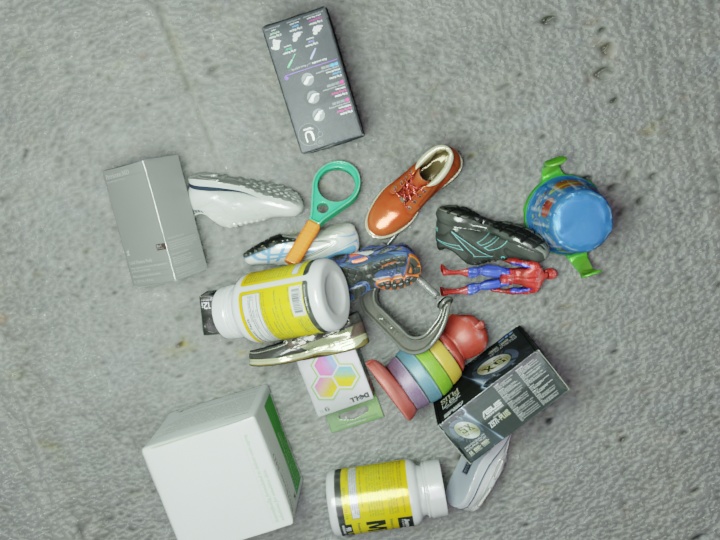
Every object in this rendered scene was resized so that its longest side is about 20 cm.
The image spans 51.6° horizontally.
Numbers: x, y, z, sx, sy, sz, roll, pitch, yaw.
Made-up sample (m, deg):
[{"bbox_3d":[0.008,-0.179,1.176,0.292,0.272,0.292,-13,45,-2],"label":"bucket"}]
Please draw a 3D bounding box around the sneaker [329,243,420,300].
[{"bbox_3d":[0.000,0.000,1.214,0.199,0.079,0.076,-7,118,8],"label":"sneaker"}]

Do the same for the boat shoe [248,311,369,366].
[{"bbox_3d":[-0.088,0.111,1.216,0.200,0.072,0.066,-12,88,5],"label":"boat shoe"}]

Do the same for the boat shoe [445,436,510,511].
[{"bbox_3d":[0.221,0.328,1.307,0.065,0.074,0.201,28,95,-33],"label":"boat shoe"}]

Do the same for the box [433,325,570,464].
[{"bbox_3d":[0.223,0.200,1.230,0.200,0.164,0.086,-39,97,8],"label":"box"}]

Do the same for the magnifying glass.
[{"bbox_3d":[-0.065,-0.094,1.218,0.079,0.022,0.201,26,73,10],"label":"magnifying glass"}]

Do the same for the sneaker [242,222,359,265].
[{"bbox_3d":[-0.099,-0.030,1.252,0.199,0.072,0.073,-9,106,6],"label":"sneaker"}]

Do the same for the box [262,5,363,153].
[{"bbox_3d":[-0.070,-0.294,1.179,0.106,0.122,0.201,-17,98,4],"label":"box"}]

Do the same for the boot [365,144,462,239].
[{"bbox_3d":[0.079,-0.130,1.206,0.200,0.107,0.075,-44,85,9],"label":"boot"}]

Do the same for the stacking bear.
[{"bbox_3d":[0.126,0.148,1.255,0.200,0.122,0.114,-37,66,-5],"label":"stacking bear"}]

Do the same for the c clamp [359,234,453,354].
[{"bbox_3d":[0.079,0.031,1.227,0.171,0.027,0.200,-46,60,11],"label":"c clamp"}]

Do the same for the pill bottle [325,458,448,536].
[{"bbox_3d":[0.046,0.389,1.291,0.199,0.114,0.115,-10,99,4],"label":"pill bottle"}]

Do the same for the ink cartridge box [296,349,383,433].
[{"bbox_3d":[-0.040,0.187,1.288,0.103,0.059,0.201,-19,98,5],"label":"ink cartridge box"}]

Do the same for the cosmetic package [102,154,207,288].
[{"bbox_3d":[-0.337,-0.082,1.225,0.106,0.090,0.201,-9,102,33],"label":"cosmetic package"}]

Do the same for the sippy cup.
[{"bbox_3d":[0.340,-0.084,1.197,0.177,0.130,0.140,35,99,-4],"label":"sippy cup"}]

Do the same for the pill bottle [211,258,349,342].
[{"bbox_3d":[-0.126,0.051,1.161,0.199,0.112,0.113,-10,99,24],"label":"pill bottle"}]

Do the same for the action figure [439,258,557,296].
[{"bbox_3d":[0.234,0.010,1.258,0.199,0.052,0.066,-2,105,-3],"label":"action figure"}]

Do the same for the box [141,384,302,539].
[{"bbox_3d":[-0.226,0.331,1.261,0.199,0.171,0.200,-18,99,5],"label":"box"}]

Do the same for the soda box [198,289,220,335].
[{"bbox_3d":[-0.168,0.065,1.271,0.199,0.063,0.071,-4,100,3],"label":"soda box"}]

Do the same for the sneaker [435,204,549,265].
[{"bbox_3d":[0.212,-0.045,1.222,0.199,0.075,0.080,22,114,28],"label":"sneaker"}]

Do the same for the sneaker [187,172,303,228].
[{"bbox_3d":[-0.192,-0.109,1.245,0.199,0.076,0.081,11,107,8],"label":"sneaker"}]
